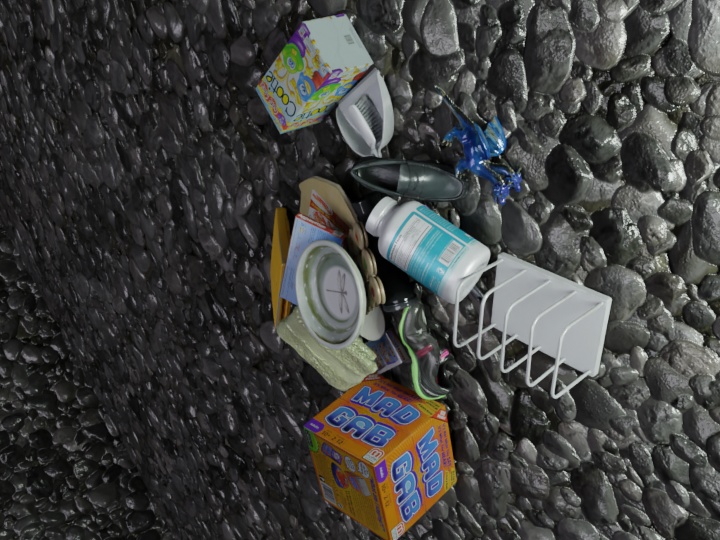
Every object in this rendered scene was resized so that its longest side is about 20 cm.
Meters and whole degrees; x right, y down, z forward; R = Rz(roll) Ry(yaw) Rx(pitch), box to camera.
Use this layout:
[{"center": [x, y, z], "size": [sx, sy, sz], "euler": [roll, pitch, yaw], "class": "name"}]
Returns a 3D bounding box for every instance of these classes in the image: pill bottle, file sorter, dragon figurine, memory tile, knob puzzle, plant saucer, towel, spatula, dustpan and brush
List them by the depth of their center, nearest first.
[{"center": [0.182, -0.197, 1.175], "size": [0.099, 0.059, 0.201], "euler": [-5, 107, 51], "class": "dragon figurine"}, {"center": [0.258, 0.087, 1.192], "size": [0.200, 0.124, 0.139], "euler": [27, 129, 38], "class": "file sorter"}, {"center": [0.107, -0.041, 1.280], "size": [0.200, 0.111, 0.111], "euler": [36, 135, 17], "class": "pill bottle"}, {"center": [0.155, -0.024, 1.335], "size": [0.200, 0.021, 0.057], "euler": [56, 138, 10], "class": "spatula"}, {"center": [0.022, -0.229, 1.346], "size": [0.139, 0.057, 0.201], "euler": [-29, 89, 52], "class": "dustpan and brush"}, {"center": [-0.044, 0.041, 1.403], "size": [0.200, 0.050, 0.201], "euler": [15, 110, 48], "class": "plant saucer"}, {"center": [0.000, 0.000, 1.407], "size": [0.200, 0.017, 0.154], "euler": [132, 122, -75], "class": "memory tile"}, {"center": [-0.046, -0.108, 1.501], "size": [0.220, 0.030, 0.220], "euler": [42, 153, 27], "class": "knob puzzle"}, {"center": [-0.068, 0.149, 1.524], "size": [0.200, 0.036, 0.148], "euler": [45, 135, -1], "class": "towel"}]

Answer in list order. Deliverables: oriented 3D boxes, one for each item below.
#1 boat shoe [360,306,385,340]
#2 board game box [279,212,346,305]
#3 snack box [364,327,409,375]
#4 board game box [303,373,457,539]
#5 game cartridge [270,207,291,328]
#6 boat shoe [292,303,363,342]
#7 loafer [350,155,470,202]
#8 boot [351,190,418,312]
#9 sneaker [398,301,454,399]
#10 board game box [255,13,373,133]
[{"center": [-0.018, 0.058, 1.554], "size": [0.200, 0.072, 0.069], "euler": [47, 179, 13], "class": "boat shoe"}, {"center": [-0.093, -0.007, 1.473], "size": [0.103, 0.019, 0.201], "euler": [27, 130, 13], "class": "board game box"}, {"center": [0.024, 0.184, 1.605], "size": [0.200, 0.024, 0.072], "euler": [-36, 80, 52], "class": "snack box"}, {"center": [0.042, 0.362, 1.520], "size": [0.199, 0.200, 0.201], "euler": [19, 131, 43], "class": "board game box"}, {"center": [-0.167, -0.007, 1.639], "size": [0.200, 0.032, 0.177], "euler": [-101, 17, -50], "class": "game cartridge"}, {"center": [-0.061, 0.117, 1.641], "size": [0.200, 0.071, 0.064], "euler": [40, 175, 32], "class": "boat shoe"}, {"center": [0.079, -0.148, 1.272], "size": [0.200, 0.070, 0.068], "euler": [12, 109, 18], "class": "loafer"}, {"center": [0.042, -0.037, 1.376], "size": [0.165, 0.065, 0.201], "euler": [-111, 5, -81], "class": "boot"}, {"center": [0.129, 0.143, 1.432], "size": [0.083, 0.077, 0.201], "euler": [-7, 108, 33], "class": "sneaker"}, {"center": [-0.087, -0.347, 1.375], "size": [0.200, 0.103, 0.105], "euler": [-37, 81, 52], "class": "board game box"}]
